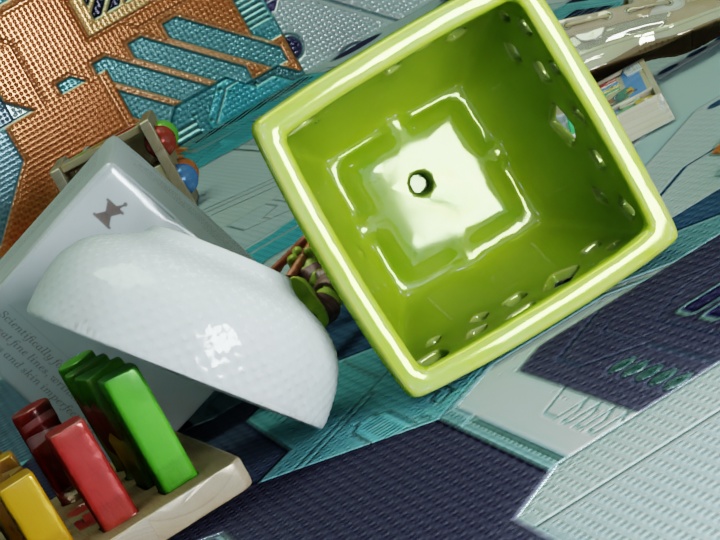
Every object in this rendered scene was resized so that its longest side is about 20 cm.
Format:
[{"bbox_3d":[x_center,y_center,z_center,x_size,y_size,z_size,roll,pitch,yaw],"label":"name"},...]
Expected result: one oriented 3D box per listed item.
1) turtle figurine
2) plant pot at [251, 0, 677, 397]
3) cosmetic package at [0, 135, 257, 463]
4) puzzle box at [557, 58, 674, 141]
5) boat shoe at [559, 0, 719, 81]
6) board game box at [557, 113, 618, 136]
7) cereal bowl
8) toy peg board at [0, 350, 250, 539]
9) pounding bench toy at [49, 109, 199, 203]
[{"bbox_3d":[0.000,0.000,1.689,0.200,0.065,0.161,-15,9,25],"label":"turtle figurine"},{"bbox_3d":[0.054,-0.054,1.462,0.199,0.200,0.181,-31,4,-5],"label":"plant pot"},{"bbox_3d":[-0.173,0.023,1.670,0.165,0.165,0.200,-47,9,3],"label":"cosmetic package"},{"bbox_3d":[0.185,-0.119,1.888,0.133,0.025,0.200,-28,10,8],"label":"puzzle box"},{"bbox_3d":[0.251,-0.218,1.992,0.200,0.065,0.072,-21,-11,-7],"label":"boat shoe"},{"bbox_3d":[0.074,-0.097,1.813,0.200,0.026,0.200,-21,11,-18],"label":"board game box"},{"bbox_3d":[-0.102,0.026,1.442,0.083,0.200,0.200,-69,16,-4],"label":"cereal bowl"},{"bbox_3d":[-0.198,0.134,1.442,0.199,0.098,0.200,-32,10,-14],"label":"toy peg board"},{"bbox_3d":[-0.287,-0.120,2.910,0.156,0.124,0.200,-29,10,2],"label":"pounding bench toy"}]
